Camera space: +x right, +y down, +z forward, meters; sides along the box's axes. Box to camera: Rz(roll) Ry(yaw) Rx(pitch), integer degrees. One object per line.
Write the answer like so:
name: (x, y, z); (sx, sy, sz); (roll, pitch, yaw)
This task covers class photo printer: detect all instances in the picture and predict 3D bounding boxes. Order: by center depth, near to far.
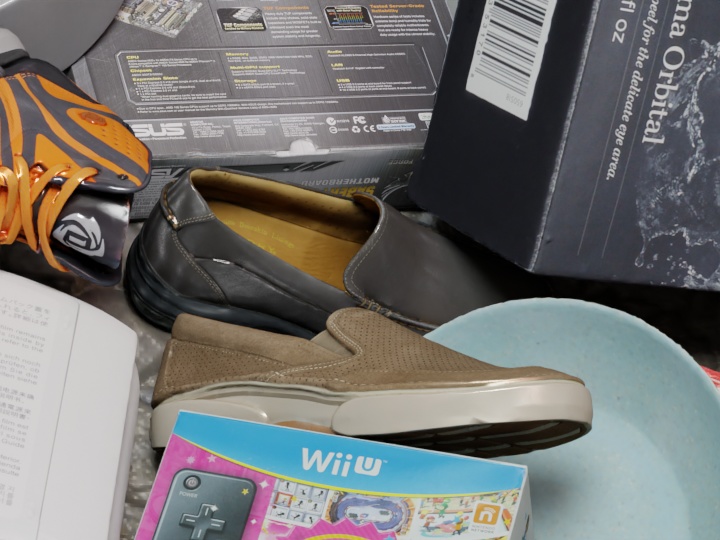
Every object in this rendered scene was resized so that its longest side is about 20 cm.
photo printer: (-0.172, 0.065, 1.106); (0.166, 0.070, 0.200); (15, 33, -9)

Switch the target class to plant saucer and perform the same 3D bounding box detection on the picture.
plant saucer: (0.072, 0.112, 1.149); (0.039, 0.201, 0.201); (33, 26, -58)

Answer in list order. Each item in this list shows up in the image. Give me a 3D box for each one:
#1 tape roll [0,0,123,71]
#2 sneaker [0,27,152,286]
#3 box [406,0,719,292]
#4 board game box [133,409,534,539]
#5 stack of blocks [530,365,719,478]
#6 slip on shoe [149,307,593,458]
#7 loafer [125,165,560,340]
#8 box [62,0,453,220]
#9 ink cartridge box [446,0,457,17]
tape roll: (-0.201, -0.165, 1.266); (0.200, 0.066, 0.201); (-1, 58, 1)
sneaker: (-0.150, -0.032, 1.125); (0.112, 0.078, 0.200); (30, 36, 12)
box: (0.151, -0.099, 1.261); (0.200, 0.197, 0.117); (5, 16, -30)
board game box: (-0.027, 0.161, 1.067); (0.147, 0.064, 0.200); (8, 54, 14)
stack of blocks: (0.165, 0.113, 1.227); (0.200, 0.059, 0.115); (21, 49, -4)
slip on shoe: (0.002, 0.044, 1.146); (0.076, 0.200, 0.061); (19, 70, -52)
loafer: (0.000, 0.000, 1.245); (0.200, 0.072, 0.073); (7, 50, -17)
box: (-0.052, -0.101, 1.321); (0.200, 0.048, 0.159); (-4, 54, -23)
ink cartridge box: (0.106, -0.166, 1.408); (0.146, 0.083, 0.200); (-10, 58, -27)
